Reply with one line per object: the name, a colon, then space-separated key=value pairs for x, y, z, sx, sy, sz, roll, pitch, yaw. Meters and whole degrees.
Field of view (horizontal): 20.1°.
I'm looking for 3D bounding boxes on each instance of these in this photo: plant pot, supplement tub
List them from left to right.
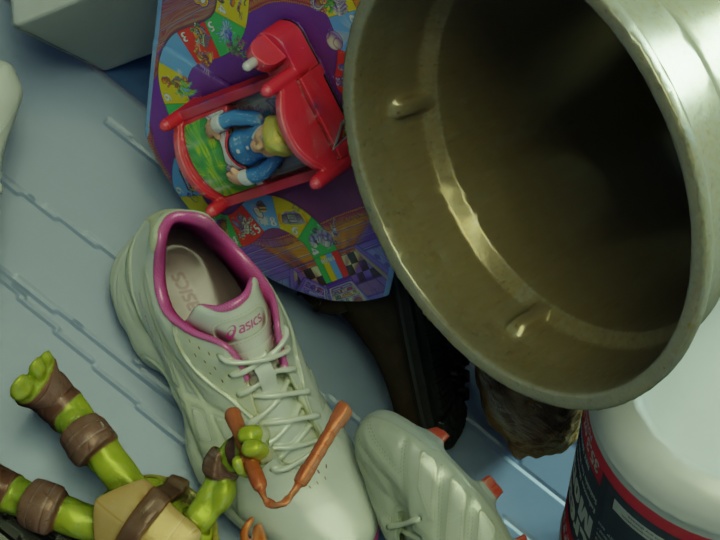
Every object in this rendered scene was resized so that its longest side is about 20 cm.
plant pot: x=0.126 y=-0.070 z=0.853 sx=0.183 sy=0.200 sz=0.201 roll=-25 pitch=77 yaw=-34
supplement tub: x=0.165 y=0.105 z=0.937 sx=0.140 sy=0.200 sz=0.141 roll=1 pitch=52 yaw=-1

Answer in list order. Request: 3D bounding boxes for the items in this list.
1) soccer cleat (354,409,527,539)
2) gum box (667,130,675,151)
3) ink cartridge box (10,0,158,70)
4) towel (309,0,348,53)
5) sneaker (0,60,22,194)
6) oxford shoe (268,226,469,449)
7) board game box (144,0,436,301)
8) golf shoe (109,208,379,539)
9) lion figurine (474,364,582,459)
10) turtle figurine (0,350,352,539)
soccer cleat: x=0.049 y=0.160 z=0.968 sx=0.077 sy=0.069 sz=0.200 roll=-34 pitch=94 yaw=-24
gum box: x=0.127 y=-0.078 z=0.988 sx=0.199 sy=0.045 sz=0.171 roll=-3 pitch=68 yaw=5
ink cartridge box: x=-0.108 y=-0.225 z=1.044 sx=0.145 sy=0.084 sz=0.201 roll=-17 pitch=70 yaw=25
towel: x=-0.028 y=-0.209 z=0.975 sx=0.022 sy=0.145 sz=0.201 roll=-20 pitch=99 yaw=18
sneaker: x=-0.213 y=-0.013 z=0.998 sx=0.080 sy=0.076 sz=0.201 roll=34 pitch=68 yaw=-17
oxford shoe: x=0.000 y=0.000 z=1.037 sx=0.084 sy=0.073 sz=0.201 roll=-20 pitch=86 yaw=21
board game box: x=-0.049 y=-0.067 z=0.951 sx=0.158 sy=0.201 sz=0.039 roll=32 pitch=44 yaw=21
golf shoe: x=-0.055 y=0.057 z=0.986 sx=0.075 sy=0.092 sz=0.200 roll=-32 pitch=81 yaw=-21
lion figurine: x=0.128 y=-0.004 z=1.019 sx=0.200 sy=0.072 sz=0.123 roll=-41 pitch=53 yaw=17
turtle figurine: x=-0.102 y=0.110 z=0.963 sx=0.161 sy=0.064 sz=0.200 roll=36 pitch=100 yaw=9
